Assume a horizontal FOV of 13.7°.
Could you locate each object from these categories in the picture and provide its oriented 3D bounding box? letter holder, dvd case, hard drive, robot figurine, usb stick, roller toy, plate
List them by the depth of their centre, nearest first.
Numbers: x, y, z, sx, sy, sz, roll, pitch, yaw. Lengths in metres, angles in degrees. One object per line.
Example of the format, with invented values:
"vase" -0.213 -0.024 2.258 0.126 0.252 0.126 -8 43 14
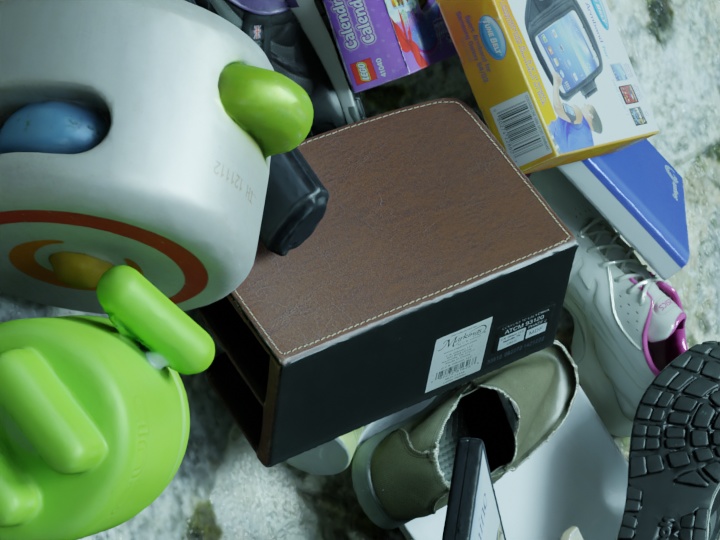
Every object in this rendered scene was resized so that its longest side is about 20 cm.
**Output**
"robot figurine" -0.156 0.082 1.547 0.116 0.175 0.200 50 10 7
"roller toy" -0.140 -0.056 1.588 0.182 0.200 0.140 17 67 -22
"usb stick" -0.083 -0.097 1.694 0.033 0.055 0.200 -14 61 -42
"dvd case" 0.068 0.208 1.718 0.200 0.018 0.143 74 22 -52
"letter holder" 0.000 0.000 1.740 0.200 0.101 0.142 -22 57 -23
"plate" 0.084 0.131 1.878 0.200 0.032 0.200 57 46 -17
"hard drive" 0.140 -0.096 1.947 0.200 0.025 0.132 46 21 -18

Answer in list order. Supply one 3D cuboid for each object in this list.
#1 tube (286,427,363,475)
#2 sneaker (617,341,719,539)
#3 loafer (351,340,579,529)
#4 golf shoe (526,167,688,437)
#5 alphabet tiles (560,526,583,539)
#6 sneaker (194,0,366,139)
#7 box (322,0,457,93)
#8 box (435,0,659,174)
"tube" -0.001 0.033 1.810 0.058 0.052 0.200 85 20 -51
"sneaker" 0.201 0.143 1.901 0.088 0.076 0.200 76 34 -69
"loafer" 0.079 0.097 1.807 0.200 0.070 0.075 -36 105 -45
"golf shoe" 0.168 0.009 1.959 0.075 0.092 0.200 -33 102 -44
"alphabet tiles" 0.125 0.267 1.834 0.200 0.015 0.196 62 37 -51
"sneaker" -0.056 -0.129 1.787 0.076 0.088 0.200 -105 174 -56
"box" 0.010 -0.185 1.819 0.200 0.039 0.137 -34 106 -76
"box" 0.122 -0.127 1.844 0.200 0.041 0.119 -17 84 -62
